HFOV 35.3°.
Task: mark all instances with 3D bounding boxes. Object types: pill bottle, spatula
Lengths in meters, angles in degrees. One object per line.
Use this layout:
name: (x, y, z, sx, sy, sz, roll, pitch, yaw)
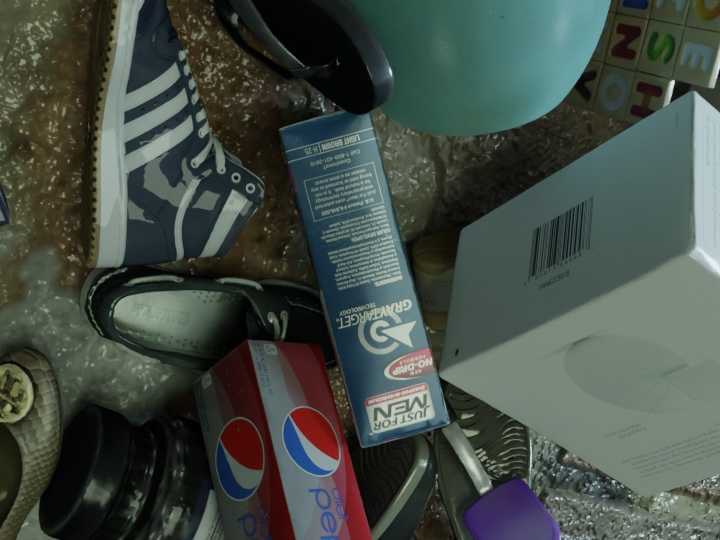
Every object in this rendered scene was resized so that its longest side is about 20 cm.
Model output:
pill bottle: (-0.106, 0.164, 0.758, 0.199, 0.112, 0.113, 27, 95, -28)
spatula: (0.071, 0.125, 0.808, 0.056, 0.021, 0.201, -30, 77, -9)

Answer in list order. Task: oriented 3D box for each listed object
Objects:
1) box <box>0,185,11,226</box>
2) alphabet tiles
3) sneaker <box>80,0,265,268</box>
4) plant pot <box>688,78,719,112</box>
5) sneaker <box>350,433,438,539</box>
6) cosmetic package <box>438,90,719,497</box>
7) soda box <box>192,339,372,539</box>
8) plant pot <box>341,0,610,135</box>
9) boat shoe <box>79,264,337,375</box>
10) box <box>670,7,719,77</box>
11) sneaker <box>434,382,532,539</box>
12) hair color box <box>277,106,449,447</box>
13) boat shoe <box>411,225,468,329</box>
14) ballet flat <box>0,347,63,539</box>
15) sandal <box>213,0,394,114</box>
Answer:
box: (-0.291, -0.104, 0.611, 0.140, 0.079, 0.202, -22, 114, -18)
alphabet tiles: (0.186, -0.199, 0.735, 0.007, 0.167, 0.203, 3, 106, -30)
sneaker: (-0.111, -0.098, 0.693, 0.107, 0.070, 0.203, 1, 111, -21)
plant pot: (0.341, -0.041, 0.814, 0.200, 0.176, 0.201, 48, 63, -29)
sneaker: (0.025, 0.201, 0.838, 0.105, 0.075, 0.201, 17, 120, -26)
cosmetic package: (0.191, 0.028, 0.705, 0.199, 0.199, 0.124, 33, 50, -25)
soda box: (-0.042, 0.147, 0.690, 0.063, 0.202, 0.070, 7, 148, -43)
plant pot: (0.062, -0.181, 0.679, 0.199, 0.201, 0.162, -21, 128, -16)
boat shoe: (-0.086, 0.041, 0.754, 0.198, 0.060, 0.077, 7, 99, -27)
box: (0.276, -0.210, 0.775, 0.199, 0.159, 0.046, -32, 119, -11)
sneaker: (0.092, 0.177, 0.873, 0.074, 0.106, 0.203, -7, 81, -5)
hair color box: (0.000, 0.000, 0.725, 0.060, 0.100, 0.203, -15, 97, -1)
boat shoe: (0.130, 0.000, 0.836, 0.197, 0.074, 0.070, -8, 118, -16)
ballet flat: (-0.240, 0.144, 0.718, 0.046, 0.067, 0.202, -2, 117, -60)
sandal: (-0.064, -0.151, 0.653, 0.200, 0.076, 0.043, 39, 68, 12)
